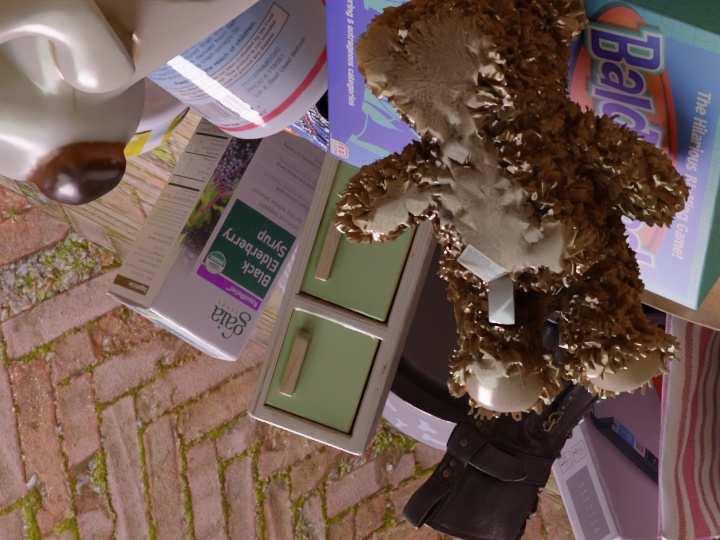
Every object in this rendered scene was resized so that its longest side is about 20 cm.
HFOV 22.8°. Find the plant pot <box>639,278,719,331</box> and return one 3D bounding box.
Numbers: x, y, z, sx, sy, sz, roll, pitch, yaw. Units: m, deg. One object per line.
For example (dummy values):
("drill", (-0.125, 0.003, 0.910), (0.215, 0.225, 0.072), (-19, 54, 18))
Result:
("plant pot", (0.140, -0.022, 0.937), (0.199, 0.028, 0.200), (28, 172, 4))

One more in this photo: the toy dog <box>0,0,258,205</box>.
("toy dog", (-0.118, -0.131, 0.789), (0.140, 0.200, 0.193), (49, -157, 22))

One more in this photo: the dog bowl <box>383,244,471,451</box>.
("dog bowl", (0.078, 0.033, 1.185), (0.199, 0.201, 0.059), (26, 145, 8))

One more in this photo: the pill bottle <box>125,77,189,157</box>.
("pill bottle", (-0.167, -0.139, 1.235), (0.114, 0.115, 0.200), (28, 171, -7))

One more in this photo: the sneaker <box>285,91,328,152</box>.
("sneaker", (0.013, -0.087, 1.129), (0.199, 0.076, 0.078), (30, 168, -27))

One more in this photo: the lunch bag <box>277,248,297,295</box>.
("lunch bag", (0.009, -0.014, 1.358), (0.168, 0.139, 0.200), (46, 165, -10))

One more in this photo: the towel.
("towel", (0.236, 0.091, 1.094), (0.030, 0.148, 0.199), (-2, 173, 35))

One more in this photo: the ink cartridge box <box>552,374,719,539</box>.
("ink cartridge box", (0.199, 0.115, 1.257), (0.175, 0.202, 0.045), (12, 138, -37))

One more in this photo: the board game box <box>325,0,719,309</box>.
("board game box", (0.077, -0.084, 0.791), (0.199, 0.045, 0.153), (23, 139, 23))

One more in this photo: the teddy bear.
("teddy bear", (0.065, -0.029, 0.749), (0.144, 0.067, 0.201), (-27, 104, 31))

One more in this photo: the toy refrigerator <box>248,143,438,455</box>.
("toy refrigerator", (0.000, 0.000, 1.064), (0.075, 0.202, 0.070), (19, -166, 5))

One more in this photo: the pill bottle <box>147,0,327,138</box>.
("pill bottle", (-0.101, -0.160, 0.911), (0.199, 0.110, 0.108), (34, 169, -39))

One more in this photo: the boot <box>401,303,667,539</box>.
("boot", (0.115, 0.087, 1.075), (0.199, 0.176, 0.069), (11, -163, -48))

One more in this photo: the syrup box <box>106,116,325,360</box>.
("syrup box", (-0.083, -0.047, 1.223), (0.078, 0.201, 0.081), (32, 170, -30))
